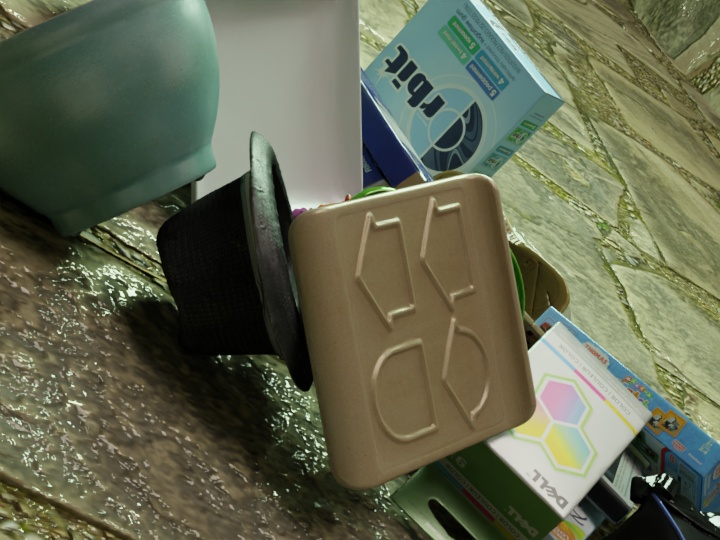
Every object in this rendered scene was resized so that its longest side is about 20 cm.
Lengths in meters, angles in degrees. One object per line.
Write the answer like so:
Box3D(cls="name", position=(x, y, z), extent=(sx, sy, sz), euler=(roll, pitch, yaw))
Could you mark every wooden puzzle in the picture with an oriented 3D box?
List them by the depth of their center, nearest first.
Box3D(cls="wooden puzzle", position=(0.032, 0.038, 1.275), extent=(0.199, 0.046, 0.187), euler=(-15, 95, -46))

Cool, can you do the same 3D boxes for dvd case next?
Box3D(cls="dvd case", position=(0.152, 0.113, 1.523), extent=(0.200, 0.025, 0.150), euler=(46, 15, 3))

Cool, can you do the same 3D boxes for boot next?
Box3D(cls="boot", position=(0.137, 0.007, 1.750), extent=(0.200, 0.072, 0.155), euler=(48, -5, 31))

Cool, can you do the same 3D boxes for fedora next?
Box3D(cls="fedora", position=(-0.089, 0.000, 1.283), extent=(0.201, 0.091, 0.202), euler=(-11, 90, -88))

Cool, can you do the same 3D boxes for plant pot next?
Box3D(cls="plant pot", position=(-0.177, -0.105, 1.256), extent=(0.135, 0.199, 0.200), euler=(66, 18, -7))

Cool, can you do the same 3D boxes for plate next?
Box3D(cls="plate", position=(-0.074, -0.131, 1.491), extent=(0.032, 0.202, 0.199), euler=(7, 14, 40))

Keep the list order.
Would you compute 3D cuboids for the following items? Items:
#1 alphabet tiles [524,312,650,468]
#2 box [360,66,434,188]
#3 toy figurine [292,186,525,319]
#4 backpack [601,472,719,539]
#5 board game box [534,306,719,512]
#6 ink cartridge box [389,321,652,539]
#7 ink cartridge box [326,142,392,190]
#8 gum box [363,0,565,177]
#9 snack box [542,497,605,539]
Box3D(cls="alphabet tiles", position=(0.171, 0.100, 1.634), extent=(0.200, 0.008, 0.167), euler=(47, -12, -5))
Box3D(cls="box", position=(0.014, -0.132, 1.666), extent=(0.201, 0.032, 0.121), euler=(60, 7, 22))
Box3D(cls="toy figurine", position=(0.000, 0.000, 1.419), extent=(0.200, 0.150, 0.184), euler=(46, -13, -32))
Box3D(cls="backpack", position=(0.271, 0.278, 1.403), extent=(0.199, 0.147, 0.184), euler=(23, 27, -39))
Box3D(cls="board game box", position=(0.234, 0.132, 1.630), extent=(0.200, 0.037, 0.152), euler=(40, -14, 23))
Box3D(cls="ink cartridge box", position=(0.122, 0.136, 1.375), extent=(0.104, 0.059, 0.200), euler=(44, 47, 7))
Box3D(cls="ink cartridge box", position=(-0.017, -0.118, 1.704), extent=(0.200, 0.040, 0.200), euler=(59, 6, 34))
Box3D(cls="gum box", position=(0.076, -0.156, 1.812), extent=(0.044, 0.200, 0.170), euler=(14, 36, -56))
Box3D(cls="snack box", position=(0.130, 0.165, 1.490), extent=(0.142, 0.053, 0.200), euler=(46, 20, 10))
